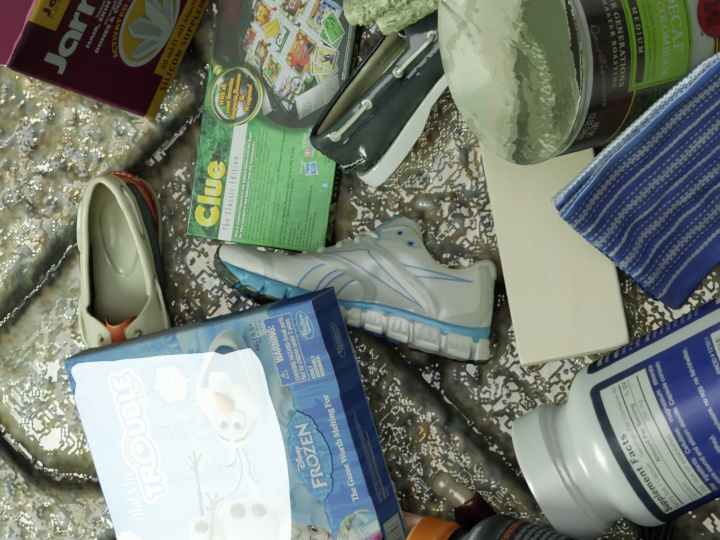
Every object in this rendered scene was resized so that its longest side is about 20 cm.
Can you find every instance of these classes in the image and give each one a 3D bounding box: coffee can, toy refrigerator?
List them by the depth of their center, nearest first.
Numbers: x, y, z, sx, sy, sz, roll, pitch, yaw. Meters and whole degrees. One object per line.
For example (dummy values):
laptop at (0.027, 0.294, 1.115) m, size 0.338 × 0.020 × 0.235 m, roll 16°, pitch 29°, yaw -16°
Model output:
coffee can at (0.170, -0.158, 1.588) m, size 0.199 × 0.146 × 0.148 m, roll -16°, pitch 85°, yaw -32°
toy refrigerator at (0.125, -0.041, 1.682) m, size 0.075 × 0.070 × 0.202 m, roll -11°, pitch 85°, yaw 3°

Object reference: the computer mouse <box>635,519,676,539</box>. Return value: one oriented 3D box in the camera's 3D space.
computer mouse at (0.274, 0.199, 1.644) m, size 0.198 × 0.044 × 0.110 m, roll 8°, pitch 53°, yaw 8°

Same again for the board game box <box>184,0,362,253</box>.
board game box at (-0.058, -0.116, 1.749) m, size 0.104 × 0.023 × 0.202 m, roll 9°, pitch 91°, yaw 10°

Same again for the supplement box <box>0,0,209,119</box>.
supplement box at (-0.194, -0.194, 1.683) m, size 0.103 × 0.200 × 0.132 m, roll 29°, pitch 96°, yaw 25°

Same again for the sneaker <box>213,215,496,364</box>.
sneaker at (0.000, 0.000, 1.709) m, size 0.198 × 0.075 × 0.087 m, roll 15°, pitch 86°, yaw -4°

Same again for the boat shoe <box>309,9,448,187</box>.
boat shoe at (0.039, -0.154, 1.694) m, size 0.060 × 0.076 × 0.201 m, roll 30°, pitch 92°, yaw -19°

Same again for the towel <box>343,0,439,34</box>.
towel at (0.071, -0.247, 1.678) m, size 0.199 × 0.037 × 0.149 m, roll -24°, pitch 47°, yaw 13°

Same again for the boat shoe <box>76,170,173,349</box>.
boat shoe at (-0.163, 0.031, 1.751) m, size 0.071 × 0.063 × 0.202 m, roll -5°, pitch 90°, yaw 10°

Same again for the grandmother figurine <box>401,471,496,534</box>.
grandmother figurine at (0.056, 0.194, 1.706) m, size 0.198 × 0.061 × 0.122 m, roll 14°, pitch 119°, yaw 9°

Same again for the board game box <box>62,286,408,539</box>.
board game box at (-0.082, 0.131, 1.682) m, size 0.198 × 0.043 × 0.202 m, roll -14°, pitch 96°, yaw 26°

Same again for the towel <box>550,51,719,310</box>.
towel at (0.212, -0.052, 1.606) m, size 0.145 × 0.200 × 0.024 m, roll -43°, pitch 59°, yaw 8°

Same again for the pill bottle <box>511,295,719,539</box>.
pill bottle at (0.205, 0.095, 1.620) m, size 0.199 × 0.116 × 0.116 m, roll -28°, pitch 84°, yaw 17°

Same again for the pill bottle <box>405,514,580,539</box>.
pill bottle at (0.119, 0.219, 1.591) m, size 0.199 × 0.106 × 0.107 m, roll 18°, pitch 93°, yaw 21°
